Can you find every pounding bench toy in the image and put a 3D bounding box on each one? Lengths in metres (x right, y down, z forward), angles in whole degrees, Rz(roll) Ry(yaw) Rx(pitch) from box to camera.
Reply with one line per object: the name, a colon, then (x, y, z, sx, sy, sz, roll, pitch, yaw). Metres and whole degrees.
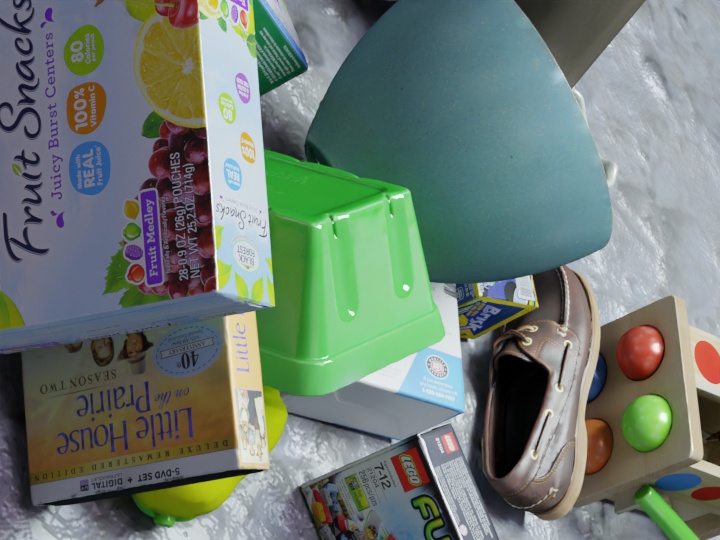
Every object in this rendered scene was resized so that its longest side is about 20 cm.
pounding bench toy: (0.228, 0.143, 1.355, 0.156, 0.124, 0.200, 21, 54, -37)

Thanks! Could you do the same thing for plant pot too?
plant pot: (0.045, -0.071, 1.157, 0.135, 0.200, 0.200, -28, 90, -10)

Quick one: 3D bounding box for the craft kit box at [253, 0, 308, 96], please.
craft kit box: (-0.115, -0.236, 1.172, 0.200, 0.048, 0.198, 54, 14, -41)

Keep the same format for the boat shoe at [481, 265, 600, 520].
boat shoe: (0.124, 0.074, 1.328, 0.070, 0.070, 0.200, 32, 49, -36)

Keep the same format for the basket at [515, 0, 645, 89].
basket: (0.154, -0.230, 1.334, 0.136, 0.200, 0.180, 25, 29, -17)

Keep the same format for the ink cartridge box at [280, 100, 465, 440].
ink cartridge box: (0.000, 0.000, 1.242, 0.116, 0.068, 0.200, 19, 56, -37)

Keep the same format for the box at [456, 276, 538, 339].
box: (0.066, -0.057, 1.341, 0.064, 0.070, 0.200, 12, 61, -41)

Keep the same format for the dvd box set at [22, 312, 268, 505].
dvd box set: (-0.124, 0.019, 1.014, 0.029, 0.146, 0.200, 11, 70, -56)

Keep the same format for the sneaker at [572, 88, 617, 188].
sneaker: (0.122, -0.131, 1.434, 0.076, 0.081, 0.200, -35, 92, -48)

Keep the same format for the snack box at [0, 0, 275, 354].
snack box: (-0.137, -0.068, 0.963, 0.068, 0.168, 0.200, 20, 63, -62)

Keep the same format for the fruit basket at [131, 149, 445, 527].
fruit basket: (-0.071, 0.041, 1.084, 0.155, 0.215, 0.216, -22, 85, -49)

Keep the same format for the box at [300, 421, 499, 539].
box: (0.046, 0.204, 1.144, 0.035, 0.110, 0.200, -15, 79, -49)
